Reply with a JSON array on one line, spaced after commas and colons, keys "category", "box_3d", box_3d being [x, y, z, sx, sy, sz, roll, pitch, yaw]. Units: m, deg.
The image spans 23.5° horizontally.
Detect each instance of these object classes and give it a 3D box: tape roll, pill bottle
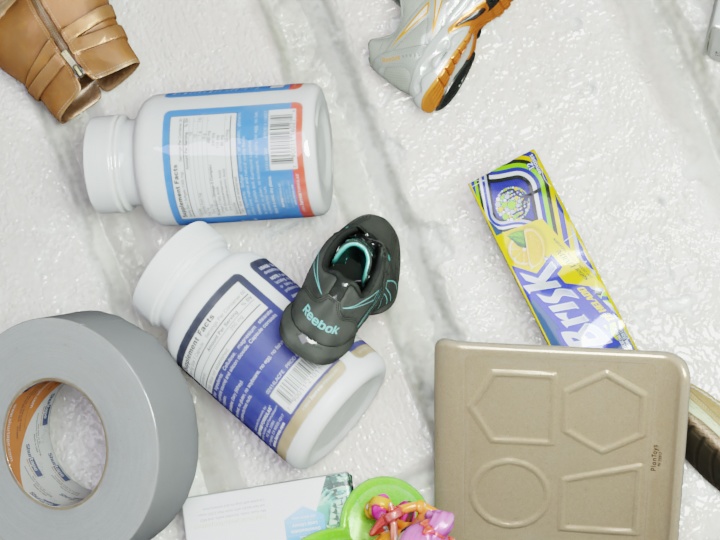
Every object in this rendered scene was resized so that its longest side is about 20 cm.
[{"category": "tape roll", "box_3d": [-0.231, 0.136, 1.409, 0.198, 0.066, 0.203, 2, 94, 26]}, {"category": "pill bottle", "box_3d": [-0.085, 0.057, 1.414, 0.200, 0.116, 0.116, 40, 87, 14]}, {"category": "pill bottle", "box_3d": [-0.127, -0.095, 1.453, 0.197, 0.112, 0.114, -3, 78, 8]}]

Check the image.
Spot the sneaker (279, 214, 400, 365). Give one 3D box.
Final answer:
[{"category": "sneaker", "box_3d": [0.000, 0.000, 1.380, 0.075, 0.200, 0.080, 29, 122, 0]}]

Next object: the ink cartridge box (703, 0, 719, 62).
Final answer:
[{"category": "ink cartridge box", "box_3d": [0.377, -0.267, 1.425, 0.146, 0.086, 0.202, 12, 80, 11]}]

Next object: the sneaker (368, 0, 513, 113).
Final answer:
[{"category": "sneaker", "box_3d": [0.076, -0.240, 1.473, 0.091, 0.076, 0.201, 31, 84, 18]}]

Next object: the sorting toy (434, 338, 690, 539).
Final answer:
[{"category": "sorting toy", "box_3d": [0.156, 0.138, 1.362, 0.197, 0.037, 0.187, 5, 118, 11]}]

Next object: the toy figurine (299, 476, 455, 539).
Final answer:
[{"category": "toy figurine", "box_3d": [0.030, 0.235, 1.302, 0.149, 0.184, 0.201, 31, 66, -11]}]

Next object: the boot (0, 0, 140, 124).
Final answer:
[{"category": "boot", "box_3d": [-0.239, -0.241, 1.522, 0.200, 0.074, 0.155, -43, 74, 11]}]

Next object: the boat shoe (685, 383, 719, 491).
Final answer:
[{"category": "boat shoe", "box_3d": [0.323, 0.152, 1.365, 0.200, 0.072, 0.076, 44, 75, 4]}]

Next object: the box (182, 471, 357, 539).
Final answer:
[{"category": "box", "box_3d": [-0.064, 0.275, 1.408, 0.142, 0.036, 0.203, -10, 79, 6]}]

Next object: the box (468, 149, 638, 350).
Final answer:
[{"category": "box", "box_3d": [0.162, 0.008, 1.409, 0.064, 0.070, 0.202, -28, 76, 5]}]
